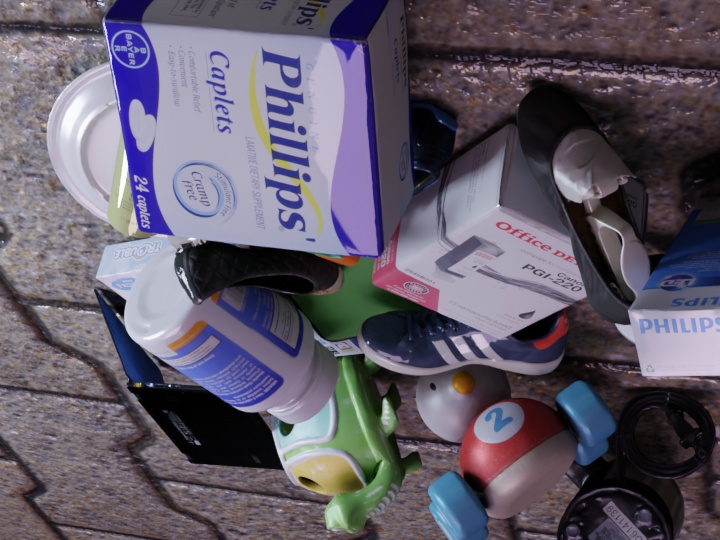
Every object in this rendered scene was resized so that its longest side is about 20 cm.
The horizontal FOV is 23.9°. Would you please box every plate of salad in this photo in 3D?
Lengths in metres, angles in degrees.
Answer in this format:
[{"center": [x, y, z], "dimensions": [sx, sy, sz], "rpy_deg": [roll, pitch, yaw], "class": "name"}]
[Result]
[{"center": [-0.166, -0.107, 1.448], "dimensions": [0.199, 0.048, 0.201], "rpy_deg": [2, 133, 2], "class": "plate of salad"}]

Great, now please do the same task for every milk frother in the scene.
[{"center": [0.298, 0.222, 1.774], "dimensions": [0.199, 0.181, 0.188], "rpy_deg": [-28, 177, 14], "class": "milk frother"}]

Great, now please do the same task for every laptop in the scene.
[{"center": [-0.175, 0.118, 1.811], "dimensions": [0.199, 0.116, 0.187], "rpy_deg": [2, 150, 20], "class": "laptop"}]

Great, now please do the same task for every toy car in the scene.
[{"center": [0.115, 0.137, 1.658], "dimensions": [0.200, 0.184, 0.177], "rpy_deg": [53, 173, 16], "class": "toy car"}]

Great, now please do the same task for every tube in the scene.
[{"center": [-0.165, -0.117, 1.376], "dimensions": [0.058, 0.052, 0.200], "rpy_deg": [-15, 139, -37], "class": "tube"}]

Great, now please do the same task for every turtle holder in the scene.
[{"center": [-0.014, 0.182, 1.760], "dimensions": [0.131, 0.186, 0.141], "rpy_deg": [-21, 165, 4], "class": "turtle holder"}]

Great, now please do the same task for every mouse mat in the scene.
[{"center": [0.000, 0.000, 1.575], "dimensions": [0.160, 0.008, 0.200], "rpy_deg": [-14, 141, 18], "class": "mouse mat"}]

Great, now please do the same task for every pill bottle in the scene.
[{"center": [-0.114, 0.064, 1.588], "dimensions": [0.112, 0.112, 0.200], "rpy_deg": [-12, 142, 40], "class": "pill bottle"}]

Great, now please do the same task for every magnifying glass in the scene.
[{"center": [-0.037, -0.021, 1.440], "dimensions": [0.079, 0.023, 0.200], "rpy_deg": [13, 180, 15], "class": "magnifying glass"}]

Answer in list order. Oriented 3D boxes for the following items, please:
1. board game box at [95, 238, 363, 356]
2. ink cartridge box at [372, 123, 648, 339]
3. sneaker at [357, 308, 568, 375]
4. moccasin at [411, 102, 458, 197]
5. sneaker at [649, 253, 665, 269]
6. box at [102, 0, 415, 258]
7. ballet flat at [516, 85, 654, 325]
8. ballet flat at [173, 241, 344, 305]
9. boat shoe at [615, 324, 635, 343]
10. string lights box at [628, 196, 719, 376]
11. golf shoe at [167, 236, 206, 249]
[{"center": [-0.125, 0.028, 1.693], "dimensions": [0.199, 0.044, 0.199], "rpy_deg": [-8, 146, 35], "class": "board game box"}, {"center": [0.123, -0.028, 1.423], "dimensions": [0.145, 0.085, 0.200], "rpy_deg": [23, 149, -23], "class": "ink cartridge box"}, {"center": [0.098, 0.046, 1.580], "dimensions": [0.199, 0.075, 0.085], "rpy_deg": [0, 137, -11], "class": "sneaker"}, {"center": [0.000, -0.074, 1.405], "dimensions": [0.080, 0.068, 0.200], "rpy_deg": [25, 147, -22], "class": "moccasin"}, {"center": [0.314, 0.006, 1.425], "dimensions": [0.199, 0.073, 0.082], "rpy_deg": [3, 149, 0], "class": "sneaker"}, {"center": [-0.069, -0.121, 1.250], "dimensions": [0.199, 0.105, 0.185], "rpy_deg": [6, 126, 15], "class": "box"}, {"center": [0.184, -0.050, 1.296], "dimensions": [0.201, 0.068, 0.068], "rpy_deg": [64, 162, -15], "class": "ballet flat"}, {"center": [-0.088, 0.009, 1.498], "dimensions": [0.066, 0.057, 0.200], "rpy_deg": [-22, 162, 39], "class": "ballet flat"}, {"center": [0.315, 0.068, 1.525], "dimensions": [0.199, 0.072, 0.071], "rpy_deg": [15, 148, -6], "class": "boat shoe"}, {"center": [0.285, 0.007, 1.293], "dimensions": [0.102, 0.200, 0.059], "rpy_deg": [-2, 115, 29], "class": "string lights box"}, {"center": [-0.099, -0.098, 1.386], "dimensions": [0.200, 0.078, 0.097], "rpy_deg": [-36, 104, 24], "class": "golf shoe"}]
